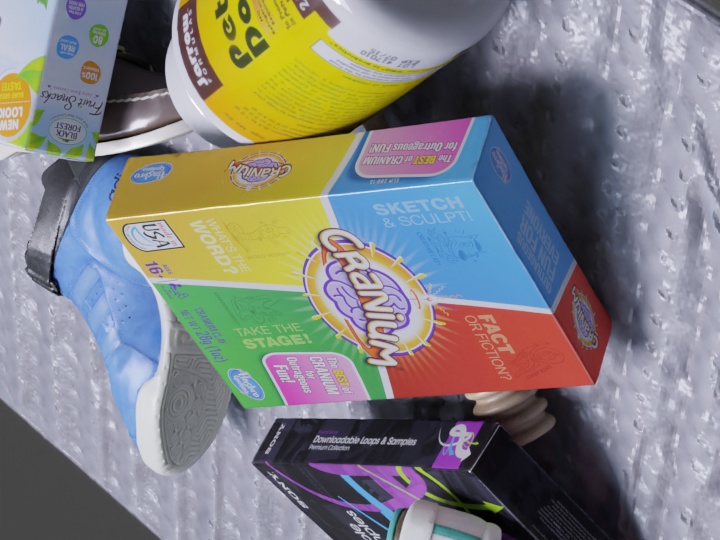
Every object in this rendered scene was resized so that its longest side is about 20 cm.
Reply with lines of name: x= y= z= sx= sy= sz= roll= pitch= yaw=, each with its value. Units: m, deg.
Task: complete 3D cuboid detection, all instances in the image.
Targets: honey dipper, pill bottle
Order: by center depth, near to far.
pill bottle: x=-0.018 y=-0.121 z=1.225 sx=0.110 sy=0.109 sz=0.200 roll=56 pitch=149 yaw=-1
honey dipper: x=0.042 y=-0.005 z=1.327 sx=0.038 sy=0.038 sz=0.201 roll=-12 pitch=105 yaw=56

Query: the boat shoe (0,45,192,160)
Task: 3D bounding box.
boat shoe: x=-0.156 y=-0.098 z=1.475 sx=0.199 sy=0.072 sz=0.060 roll=0 pitch=106 yaw=47

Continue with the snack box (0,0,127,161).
snack box: x=-0.208 y=-0.147 z=1.450 sx=0.200 sy=0.053 sz=0.143 roll=16 pitch=96 yaw=47

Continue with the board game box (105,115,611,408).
board game box: x=0.000 y=0.000 z=1.263 sx=0.199 sy=0.040 sz=0.153 roll=-6 pitch=138 yaw=30

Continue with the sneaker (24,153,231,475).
sneaker: x=-0.139 y=0.019 z=1.546 sx=0.111 sy=0.077 sz=0.201 roll=21 pitch=131 yaw=34

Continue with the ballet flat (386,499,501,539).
ballet flat: x=0.059 y=0.183 z=1.367 sx=0.069 sy=0.069 sz=0.200 roll=36 pitch=160 yaw=29

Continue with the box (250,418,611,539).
box: x=0.047 y=0.135 z=1.400 sx=0.143 sy=0.036 sz=0.200 roll=45 pitch=156 yaw=-25
